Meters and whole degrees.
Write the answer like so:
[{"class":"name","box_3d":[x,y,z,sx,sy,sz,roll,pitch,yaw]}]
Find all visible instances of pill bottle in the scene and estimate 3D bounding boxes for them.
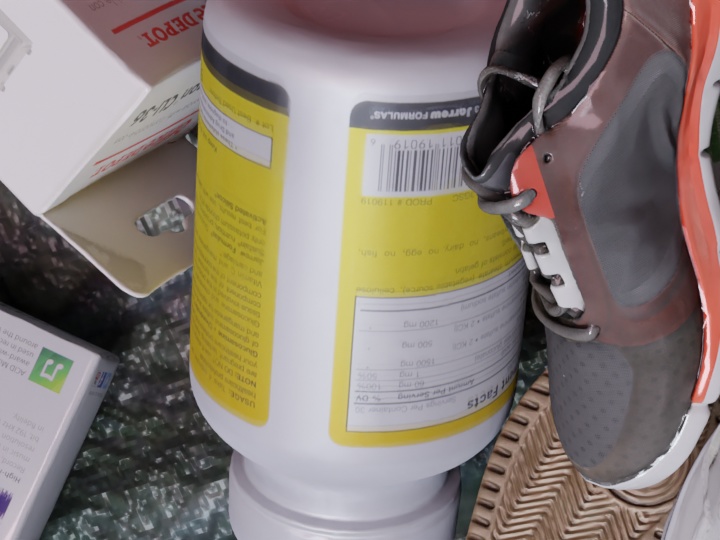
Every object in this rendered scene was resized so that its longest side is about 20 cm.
[{"class":"pill bottle","box_3d":[0.000,0.000,0.813,0.112,0.112,0.200,15,120,18]}]

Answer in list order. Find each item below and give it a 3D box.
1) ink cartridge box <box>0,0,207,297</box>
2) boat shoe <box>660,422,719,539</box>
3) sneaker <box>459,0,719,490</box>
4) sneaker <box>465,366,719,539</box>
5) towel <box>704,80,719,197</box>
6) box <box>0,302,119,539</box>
[{"class":"ink cartridge box","box_3d":[-0.105,-0.094,0.830,0.200,0.116,0.068,46,118,3]},{"class":"boat shoe","box_3d":[0.134,0.061,0.720,0.072,0.066,0.200,37,119,15]},{"class":"sneaker","box_3d":[0.060,-0.024,0.730,0.077,0.082,0.200,29,126,52]},{"class":"sneaker","box_3d":[0.074,0.101,0.844,0.070,0.108,0.200,27,93,14]},{"class":"towel","box_3d":[0.115,-0.065,0.803,0.152,0.023,0.200,-11,103,26]},{"class":"box","box_3d":[-0.194,0.093,0.902,0.144,0.036,0.200,25,87,11]}]
